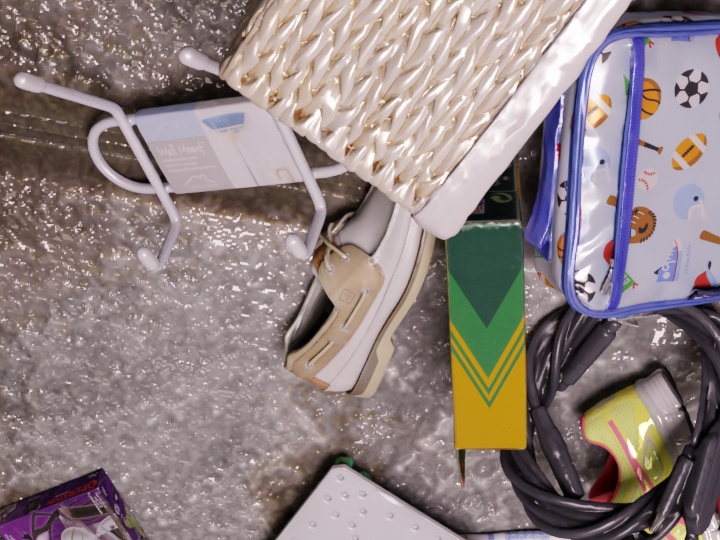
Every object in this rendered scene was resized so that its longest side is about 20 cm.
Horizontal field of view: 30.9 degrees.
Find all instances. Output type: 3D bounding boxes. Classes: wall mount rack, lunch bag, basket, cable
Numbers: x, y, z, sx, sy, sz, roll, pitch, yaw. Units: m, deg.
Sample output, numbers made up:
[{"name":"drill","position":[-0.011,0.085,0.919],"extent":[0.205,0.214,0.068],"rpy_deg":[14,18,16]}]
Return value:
[{"name":"wall mount rack","position":[-0.107,-0.078,0.793],"extent":[0.198,0.075,0.175],"rpy_deg":[-4,134,25]},{"name":"lunch bag","position":[0.187,-0.064,0.839],"extent":[0.158,0.076,0.202],"rpy_deg":[-5,111,-18]},{"name":"basket","position":[0.039,-0.164,0.732],"extent":[0.160,0.199,0.201],"rpy_deg":[30,114,-13]},{"name":"cable","position":[0.186,0.096,0.922],"extent":[0.162,0.051,0.202],"rpy_deg":[14,87,27]}]

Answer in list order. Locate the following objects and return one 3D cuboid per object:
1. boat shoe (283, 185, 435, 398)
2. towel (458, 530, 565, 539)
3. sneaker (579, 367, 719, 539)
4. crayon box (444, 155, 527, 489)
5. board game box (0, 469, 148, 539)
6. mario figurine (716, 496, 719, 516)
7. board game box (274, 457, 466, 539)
[{"name":"boat shoe","position":[0.000,0.000,0.883],"extent":[0.068,0.075,0.202],"rpy_deg":[10,118,-14]},{"name":"towel","position":[0.110,0.276,1.065],"extent":[0.197,0.024,0.149],"rpy_deg":[-1,117,-2]},{"name":"sneaker","position":[0.221,0.173,0.990],"extent":[0.089,0.078,0.202],"rpy_deg":[-19,106,7]},{"name":"crayon box","position":[0.085,0.028,0.872],"extent":[0.050,0.127,0.202],"rpy_deg":[-1,120,6]},{"name":"board game box","position":[-0.211,0.259,1.038],"extent":[0.119,0.032,0.201],"rpy_deg":[-20,117,12]},{"name":"mario figurine","position":[0.353,0.205,0.962],"extent":[0.200,0.123,0.106],"rpy_deg":[41,103,14]},{"name":"board game box","position":[0.012,0.265,1.033],"extent":[0.199,0.026,0.201],"rpy_deg":[33,114,-9]}]
